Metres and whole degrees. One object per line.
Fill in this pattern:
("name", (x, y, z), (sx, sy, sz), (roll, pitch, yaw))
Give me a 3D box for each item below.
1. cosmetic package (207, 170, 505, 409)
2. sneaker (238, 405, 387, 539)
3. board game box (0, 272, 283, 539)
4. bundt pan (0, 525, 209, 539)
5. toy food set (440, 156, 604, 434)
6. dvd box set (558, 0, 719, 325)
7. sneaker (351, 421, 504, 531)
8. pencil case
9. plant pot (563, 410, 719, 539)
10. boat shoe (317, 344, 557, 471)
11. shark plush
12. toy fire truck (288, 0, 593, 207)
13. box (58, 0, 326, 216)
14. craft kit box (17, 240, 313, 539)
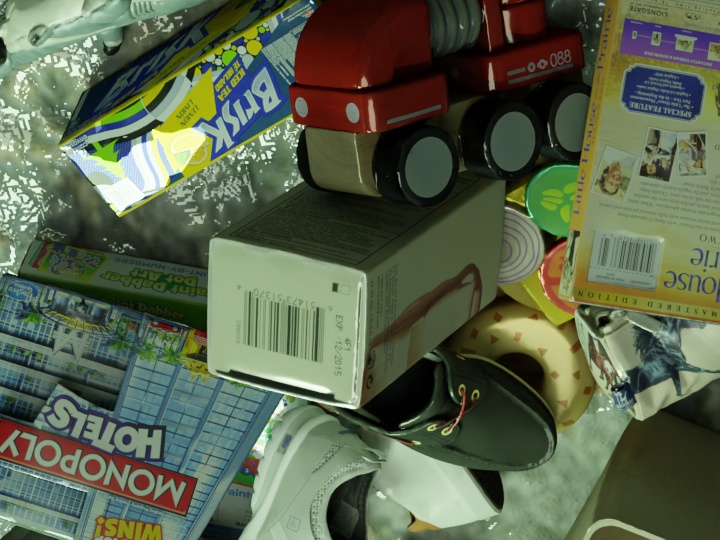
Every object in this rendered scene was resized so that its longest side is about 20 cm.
("cosmetic package", (0.000, 0.000, 1.614), (0.103, 0.200, 0.087), (13, 113, 24))
("sneaker", (-0.037, 0.192, 1.781), (0.082, 0.075, 0.200), (22, 106, 35))
("board game box", (-0.161, 0.123, 1.741), (0.200, 0.062, 0.200), (17, 85, -2))
("bundt pan", (-0.165, 0.216, 1.872), (0.202, 0.076, 0.202), (5, 162, 2))
("toy food set", (0.111, 0.008, 1.736), (0.200, 0.049, 0.198), (-29, 115, 27))
("dvd box set", (0.201, -0.070, 1.596), (0.146, 0.029, 0.200), (8, 93, -13))
("sneaker", (0.013, 0.100, 1.802), (0.085, 0.073, 0.200), (-22, 119, 20))
("pencil case", (0.228, 0.015, 1.666), (0.200, 0.078, 0.089), (-28, 155, 1))
("plant pot", (0.211, 0.206, 1.776), (0.200, 0.177, 0.200), (21, 125, -5))
("boat shoe", (0.039, 0.079, 1.714), (0.201, 0.063, 0.074), (27, 100, -21))
("shark plush", (-0.167, -0.146, 1.672), (0.200, 0.091, 0.083), (-39, 141, 25))
("toy fire truck", (0.053, -0.149, 1.570), (0.129, 0.176, 0.200), (11, 113, 51))
("box", (-0.084, -0.114, 1.673), (0.200, 0.070, 0.064), (-28, 114, 26))
("craft kit box", (-0.130, 0.085, 1.838), (0.200, 0.049, 0.198), (10, 128, 3))
